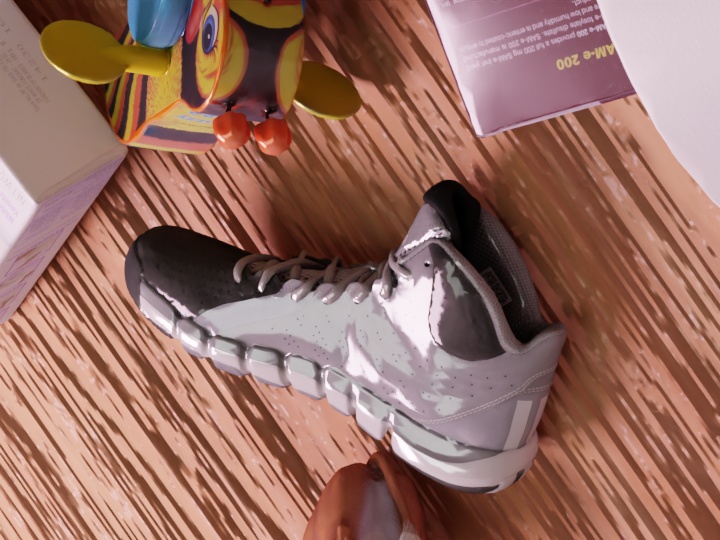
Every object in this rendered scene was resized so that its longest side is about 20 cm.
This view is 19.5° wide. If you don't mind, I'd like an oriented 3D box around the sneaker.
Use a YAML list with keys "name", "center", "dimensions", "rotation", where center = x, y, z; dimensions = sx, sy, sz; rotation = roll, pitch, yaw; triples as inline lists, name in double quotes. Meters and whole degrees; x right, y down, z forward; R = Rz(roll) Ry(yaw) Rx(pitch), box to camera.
- name: "sneaker"
  center: [0.000, 0.000, 0.887]
  dimensions: [0.199, 0.075, 0.116]
  rotation: [27, 121, 11]

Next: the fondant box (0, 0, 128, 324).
- name: "fondant box"
  center: [-0.201, -0.056, 0.979]
  dimensions: [0.145, 0.058, 0.200]
  rotation: [51, 146, 4]

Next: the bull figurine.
- name: "bull figurine"
  center: [-0.007, 0.185, 0.954]
  dimensions: [0.065, 0.122, 0.201]
  rotation: [4, 112, -5]

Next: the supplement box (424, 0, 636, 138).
- name: "supplement box"
  center: [0.062, -0.160, 0.760]
  dimensions: [0.108, 0.061, 0.201]
  rotation: [-13, 103, 39]

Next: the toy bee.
- name: "toy bee"
  center: [-0.061, -0.087, 0.832]
  dimensions: [0.200, 0.130, 0.109]
  rotation: [99, 168, -66]

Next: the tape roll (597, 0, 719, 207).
- name: "tape roll"
  center: [0.146, -0.110, 0.631]
  dimensions: [0.071, 0.202, 0.203]
  rotation: [-15, 103, 41]
